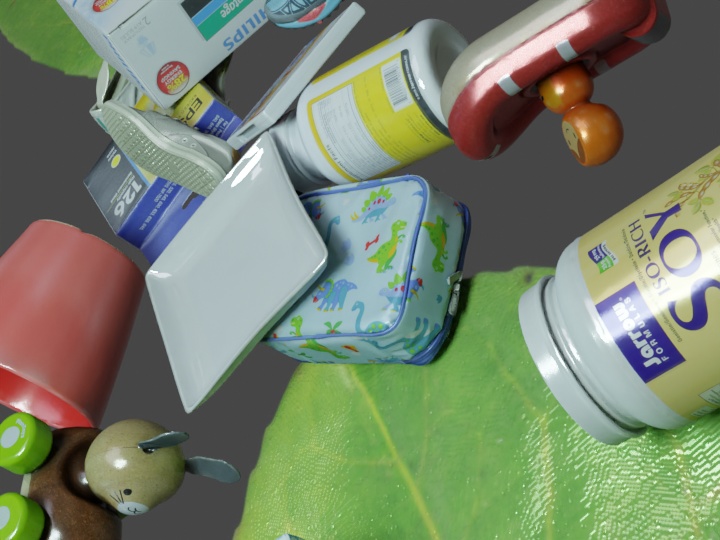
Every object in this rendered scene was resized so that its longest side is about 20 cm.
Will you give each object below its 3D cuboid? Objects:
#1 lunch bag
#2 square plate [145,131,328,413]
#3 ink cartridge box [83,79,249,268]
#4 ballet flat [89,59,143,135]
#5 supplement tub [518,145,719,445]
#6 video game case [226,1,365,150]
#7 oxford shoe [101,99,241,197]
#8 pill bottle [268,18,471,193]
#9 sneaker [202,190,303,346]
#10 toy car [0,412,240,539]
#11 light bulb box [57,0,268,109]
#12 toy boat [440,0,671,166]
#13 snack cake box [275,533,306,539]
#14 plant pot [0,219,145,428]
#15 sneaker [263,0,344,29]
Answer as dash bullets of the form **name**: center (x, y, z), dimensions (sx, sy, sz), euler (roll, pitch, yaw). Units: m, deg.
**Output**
- **lunch bag**: center (0.000, 0.000, 1.074), dimensions (0.200, 0.082, 0.161), euler (-6, 64, 44)
- **square plate**: center (-0.113, 0.000, 1.111), dimensions (0.200, 0.028, 0.198), euler (-47, 40, 18)
- **ink cartridge box**: center (-0.232, -0.132, 1.426), dimensions (0.198, 0.047, 0.200), euler (-52, 38, 8)
- **ballet flat**: center (-0.292, -0.268, 1.554), dimensions (0.069, 0.069, 0.200), euler (-1, 66, 45)
- **supplement tub**: center (0.219, 0.014, 0.792), dimensions (0.200, 0.145, 0.146), euler (-36, 45, 25)
- **video game case**: center (-0.069, -0.191, 1.223), dimensions (0.143, 0.017, 0.200), euler (-52, 12, -11)
- **oxford shoe**: center (-0.209, -0.141, 1.351), dimensions (0.200, 0.075, 0.058), euler (27, 55, 28)
- **pill bottle**: center (0.013, -0.143, 1.127), dimensions (0.200, 0.112, 0.112), euler (-22, 52, 36)
- **sneaker**: center (-0.096, -0.020, 1.197), dimensions (0.091, 0.076, 0.200), euler (-11, 61, 33)
- **toy car**: center (-0.217, 0.202, 1.130), dimensions (0.200, 0.164, 0.158), euler (-20, 52, 22)
- **light bulb box**: center (-0.231, -0.326, 1.432), dimensions (0.198, 0.125, 0.200), euler (-43, 44, -8)
- **toy boat**: center (0.166, -0.143, 0.982), dimensions (0.200, 0.130, 0.131), euler (-30, 79, 26)
- **snack cake box**: center (-0.083, 0.294, 0.953), dimensions (0.200, 0.115, 0.067), euler (-38, 44, 22)
- **plant pot**: center (-0.334, 0.056, 1.318), dimensions (0.200, 0.200, 0.178), euler (0, 56, 46)
- **sneaker**: center (-0.042, -0.345, 1.319), dimensions (0.200, 0.095, 0.079), euler (-33, 46, 28)
